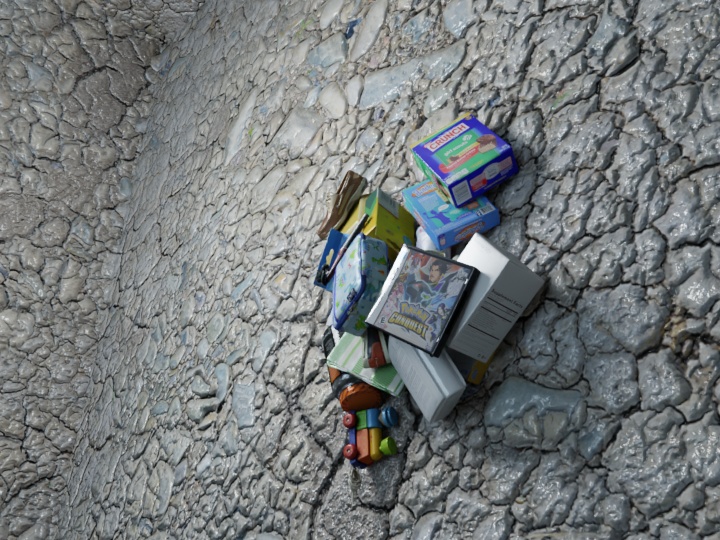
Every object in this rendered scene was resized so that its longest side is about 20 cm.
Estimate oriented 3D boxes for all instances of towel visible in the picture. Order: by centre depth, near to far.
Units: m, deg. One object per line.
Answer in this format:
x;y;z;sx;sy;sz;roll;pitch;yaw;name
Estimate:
0.039;0.188;1.649;0.198;0.024;0.153;20;58;30;towel

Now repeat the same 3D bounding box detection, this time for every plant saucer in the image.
-0.029;-0.106;1.931;0.200;0.048;0.201;-45;19;27;plant saucer

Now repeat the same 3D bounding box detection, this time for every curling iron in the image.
-0.039;-0.047;1.704;0.025;0.050;0.201;35;85;25;curling iron

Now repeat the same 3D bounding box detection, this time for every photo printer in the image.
0.126;0.192;1.501;0.201;0.069;0.167;57;159;24;photo printer

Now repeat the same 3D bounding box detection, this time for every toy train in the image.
0.029;0.400;1.617;0.115;0.084;0.202;-21;54;28;toy train

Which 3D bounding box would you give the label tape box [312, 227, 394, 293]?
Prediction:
0.000;0.000;1.763;0.066;0.198;0.145;6;76;55;label tape box

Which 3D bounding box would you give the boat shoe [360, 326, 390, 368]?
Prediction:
0.017;0.130;1.648;0.062;0.072;0.202;-17;51;3;boat shoe

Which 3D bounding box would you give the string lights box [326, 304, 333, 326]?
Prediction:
-0.008;0.057;1.862;0.102;0.059;0.203;9;78;53;string lights box

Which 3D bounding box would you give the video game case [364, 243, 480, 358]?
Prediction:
0.116;0.053;1.434;0.199;0.025;0.182;21;82;47;video game case

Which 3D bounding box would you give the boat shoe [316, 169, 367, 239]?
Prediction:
-0.062;-0.176;1.946;0.201;0.071;0.076;-56;18;-7;boat shoe

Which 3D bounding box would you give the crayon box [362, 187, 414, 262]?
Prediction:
0.068;-0.095;1.749;0.051;0.126;0.201;-41;25;29;crayon box

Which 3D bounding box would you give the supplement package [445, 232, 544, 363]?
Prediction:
0.234;0.053;1.438;0.201;0.119;0.121;-56;37;11;supplement package

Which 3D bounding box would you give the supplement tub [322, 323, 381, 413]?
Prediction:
-0.018;0.224;1.728;0.122;0.122;0.202;-42;43;28;supplement tub

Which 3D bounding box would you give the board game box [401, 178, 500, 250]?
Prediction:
0.199;-0.143;1.657;0.150;0.045;0.201;-23;42;-6;board game box

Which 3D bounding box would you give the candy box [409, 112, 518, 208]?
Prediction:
0.230;-0.253;1.663;0.168;0.077;0.200;-31;40;-3;candy box

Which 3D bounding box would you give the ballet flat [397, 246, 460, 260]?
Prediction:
0.173;-0.010;1.577;0.198;0.070;0.071;23;48;29;ballet flat

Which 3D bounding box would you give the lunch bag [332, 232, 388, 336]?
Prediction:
-0.005;0.033;1.610;0.202;0.082;0.161;-90;25;-47;lunch bag

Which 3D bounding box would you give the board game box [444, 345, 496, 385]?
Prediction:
0.234;0.114;1.541;0.153;0.040;0.202;33;97;54;board game box

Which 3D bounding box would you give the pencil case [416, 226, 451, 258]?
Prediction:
0.160;-0.003;1.665;0.091;0.082;0.203;141;140;-61;pencil case
